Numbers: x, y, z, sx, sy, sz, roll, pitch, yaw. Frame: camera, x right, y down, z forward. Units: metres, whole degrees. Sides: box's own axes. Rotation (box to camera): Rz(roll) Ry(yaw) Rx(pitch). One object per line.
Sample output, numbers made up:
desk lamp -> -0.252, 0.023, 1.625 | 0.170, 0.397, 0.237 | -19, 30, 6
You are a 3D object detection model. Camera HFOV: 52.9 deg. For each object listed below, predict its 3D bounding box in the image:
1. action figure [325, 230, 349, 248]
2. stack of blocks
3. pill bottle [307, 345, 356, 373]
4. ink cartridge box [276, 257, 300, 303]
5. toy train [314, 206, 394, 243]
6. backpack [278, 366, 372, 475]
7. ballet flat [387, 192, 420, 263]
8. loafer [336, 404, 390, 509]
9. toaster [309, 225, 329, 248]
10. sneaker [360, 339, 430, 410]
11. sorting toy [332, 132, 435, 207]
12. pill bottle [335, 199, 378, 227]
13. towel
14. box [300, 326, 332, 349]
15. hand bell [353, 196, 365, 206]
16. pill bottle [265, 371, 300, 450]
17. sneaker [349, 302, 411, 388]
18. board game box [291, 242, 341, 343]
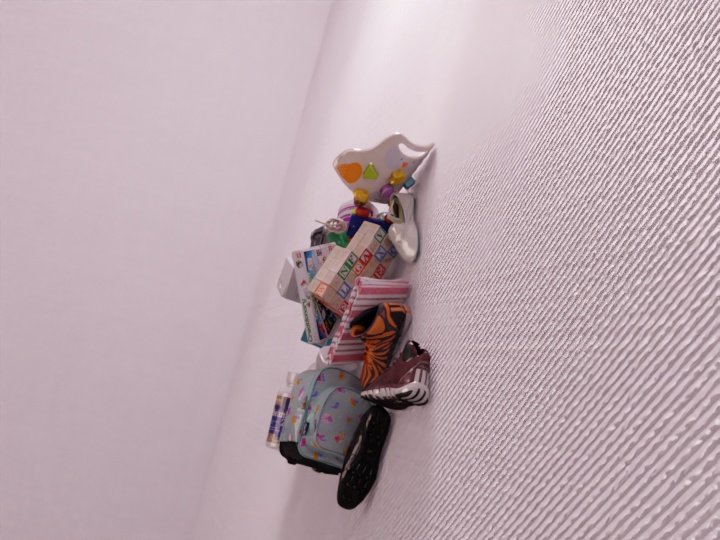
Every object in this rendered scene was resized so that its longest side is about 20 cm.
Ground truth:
action figure -> 0.000, 0.000, 1.661 | 0.055, 0.117, 0.202 | -49, 61, 42
stack of blocks -> -0.013, -0.005, 1.560 | 0.058, 0.115, 0.202 | 22, 73, 48
pill bottle -> -0.086, 0.287, 1.684 | 0.116, 0.114, 0.203 | -106, 37, -63
ink cartridge box -> -0.103, 0.045, 1.829 | 0.144, 0.196, 0.086 | -142, 70, -73
toy train -> -0.009, -0.115, 1.676 | 0.116, 0.196, 0.086 | -99, 23, -69
backpack -> -0.062, 0.300, 1.492 | 0.152, 0.174, 0.204 | -27, 47, 46
ballet flat -> 0.087, -0.096, 1.565 | 0.202, 0.068, 0.070 | -90, 23, -44
loafer -> 0.006, 0.358, 1.396 | 0.070, 0.067, 0.204 | 179, 112, -82
toaster -> -0.066, -0.051, 1.927 | 0.200, 0.127, 0.116 | 165, 120, -72
sneaker -> 0.075, 0.189, 1.332 | 0.199, 0.075, 0.118 | -21, 49, 58
sorting toy -> 0.073, -0.237, 1.606 | 0.180, 0.197, 0.109 | -42, 57, 39
pill bottle -> -0.013, -0.067, 1.793 | 0.113, 0.110, 0.203 | 128, 155, -51
towel -> 0.015, 0.104, 1.480 | 0.030, 0.144, 0.203 | 42, 118, 40
box -> -0.087, 0.141, 1.792 | 0.200, 0.081, 0.050 | -62, -6, -78
hand bell -> 0.016, -0.185, 1.707 | 0.105, 0.103, 0.200 | -65, -3, 26
pill bottle -> -0.176, 0.376, 1.909 | 0.111, 0.109, 0.204 | 155, 130, -69
sneaker -> 0.017, 0.149, 1.449 | 0.077, 0.110, 0.203 | 40, 115, 50
board game box -> -0.084, 0.047, 1.598 | 0.034, 0.125, 0.205 | -7, 94, 35
